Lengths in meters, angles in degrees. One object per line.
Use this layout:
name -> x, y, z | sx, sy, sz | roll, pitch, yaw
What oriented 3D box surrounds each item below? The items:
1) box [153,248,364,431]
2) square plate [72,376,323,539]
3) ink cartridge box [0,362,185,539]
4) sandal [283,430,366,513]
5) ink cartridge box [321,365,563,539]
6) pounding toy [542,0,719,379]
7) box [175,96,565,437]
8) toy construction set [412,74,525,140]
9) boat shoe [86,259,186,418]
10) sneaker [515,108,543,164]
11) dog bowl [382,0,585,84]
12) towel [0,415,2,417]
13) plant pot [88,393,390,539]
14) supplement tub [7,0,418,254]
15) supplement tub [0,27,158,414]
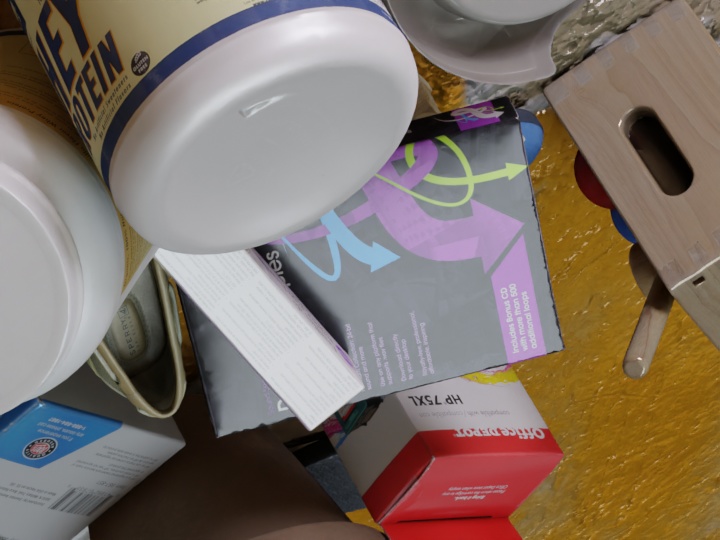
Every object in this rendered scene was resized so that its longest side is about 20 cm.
box -> -0.073, 0.000, 1.458 | 0.041, 0.039, 0.200 | -39, 118, 5
square plate -> -0.105, 0.148, 1.850 | 0.198, 0.028, 0.200 | -42, 149, 20
ink cartridge box -> -0.225, 0.117, 1.628 | 0.200, 0.084, 0.145 | -40, 151, 17
sandal -> -0.050, 0.135, 1.817 | 0.200, 0.043, 0.076 | -22, 145, 5
ink cartridge box -> 0.041, 0.086, 1.702 | 0.116, 0.200, 0.067 | 1, 138, -44
pounding toy -> 0.196, -0.027, 1.666 | 0.142, 0.200, 0.184 | -34, 151, 9
box -> 0.000, 0.000, 1.518 | 0.199, 0.036, 0.143 | -14, 115, -1
toy construction set -> -0.007, -0.037, 1.571 | 0.200, 0.092, 0.131 | -47, 137, 4
boat shoe -> -0.135, -0.008, 1.487 | 0.073, 0.063, 0.201 | -25, 132, -15
sneaker -> 0.029, -0.020, 1.652 | 0.200, 0.079, 0.066 | -30, 150, -4
dog bowl -> 0.074, -0.193, 1.362 | 0.200, 0.059, 0.201 | -19, 124, -30
towel -> -0.251, 0.018, 1.459 | 0.200, 0.048, 0.112 | 18, 96, -54
plant pot -> -0.082, 0.173, 1.700 | 0.200, 0.175, 0.200 | -20, 148, -13
supplement tub -> -0.077, -0.124, 1.255 | 0.145, 0.200, 0.145 | -23, 151, -14
supplement tub -> -0.170, -0.022, 1.304 | 0.144, 0.144, 0.200 | -40, -171, 18
